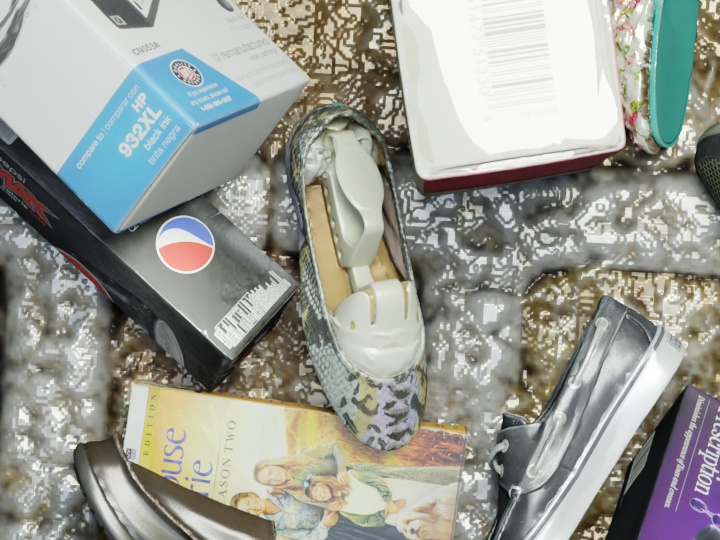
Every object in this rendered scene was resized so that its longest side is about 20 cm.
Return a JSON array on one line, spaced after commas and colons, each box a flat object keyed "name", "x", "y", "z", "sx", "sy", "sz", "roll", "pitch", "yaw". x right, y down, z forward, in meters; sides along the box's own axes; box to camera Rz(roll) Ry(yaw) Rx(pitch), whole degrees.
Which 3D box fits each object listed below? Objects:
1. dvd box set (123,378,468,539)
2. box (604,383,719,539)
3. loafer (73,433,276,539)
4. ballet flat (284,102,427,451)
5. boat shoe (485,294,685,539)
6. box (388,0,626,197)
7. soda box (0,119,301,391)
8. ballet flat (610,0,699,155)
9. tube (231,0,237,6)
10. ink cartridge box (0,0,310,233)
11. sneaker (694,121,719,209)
[{"name": "dvd box set", "x": -0.044, "y": 0.149, "z": 1.202, "sx": 0.198, "sy": 0.029, "sz": 0.148, "roll": 9, "pitch": 91, "yaw": 2}, {"name": "box", "x": 0.200, "y": 0.172, "z": 1.107, "sx": 0.140, "sy": 0.200, "sz": 0.079, "roll": 30, "pitch": 127, "yaw": 0}, {"name": "loafer", "x": -0.079, "y": 0.159, "z": 1.157, "sx": 0.071, "sy": 0.073, "sz": 0.200, "roll": -44, "pitch": 98, "yaw": -4}, {"name": "ballet flat", "x": 0.000, "y": 0.000, "z": 1.164, "sx": 0.071, "sy": 0.072, "sz": 0.202, "roll": -13, "pitch": 80, "yaw": 2}, {"name": "boat shoe", "x": 0.104, "y": 0.107, "z": 1.176, "sx": 0.068, "sy": 0.072, "sz": 0.201, "roll": 34, "pitch": 89, "yaw": 0}, {"name": "box", "x": 0.074, "y": -0.113, "z": 1.112, "sx": 0.108, "sy": 0.200, "sz": 0.129, "roll": -8, "pitch": 90, "yaw": 2}, {"name": "soda box", "x": -0.132, "y": -0.027, "z": 1.178, "sx": 0.200, "sy": 0.071, "sz": 0.063, "roll": 43, "pitch": 66, "yaw": 2}, {"name": "ballet flat", "x": 0.162, "y": -0.166, "z": 1.184, "sx": 0.063, "sy": 0.075, "sz": 0.202, "roll": 6, "pitch": 86, "yaw": 33}, {"name": "tube", "x": -0.110, "y": -0.189, "z": 1.196, "sx": 0.052, "sy": 0.058, "sz": 0.202, "roll": -15, "pitch": 95, "yaw": -33}, {"name": "ink cartridge box", "x": -0.146, "y": -0.131, "z": 1.122, "sx": 0.200, "sy": 0.145, "sz": 0.084, "roll": 44, "pitch": 118, "yaw": 7}, {"name": "sneaker", "x": 0.243, "y": 0.012, "z": 1.154, "sx": 0.114, "sy": 0.076, "sz": 0.200, "roll": -40, "pitch": 93, "yaw": -27}]
